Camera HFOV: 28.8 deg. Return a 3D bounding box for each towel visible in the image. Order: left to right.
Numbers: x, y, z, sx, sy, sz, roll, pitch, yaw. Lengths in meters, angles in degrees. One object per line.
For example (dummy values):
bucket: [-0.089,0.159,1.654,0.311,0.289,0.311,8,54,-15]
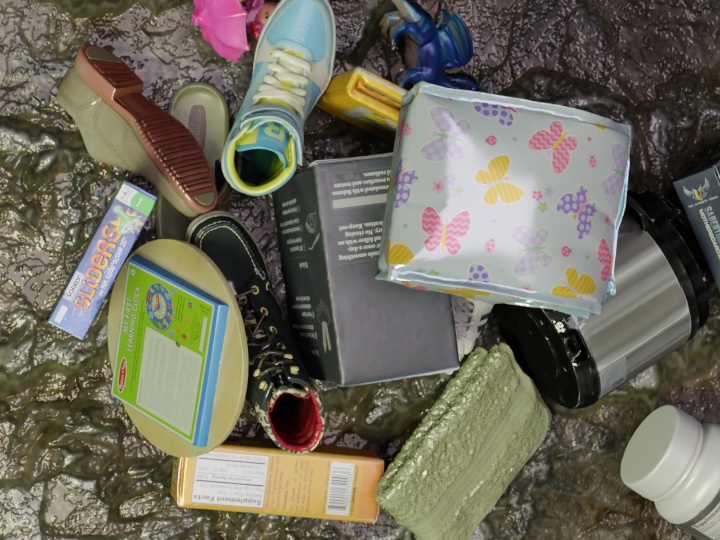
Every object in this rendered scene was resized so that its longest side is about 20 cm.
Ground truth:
towel: [0.107,0.181,1.383,0.200,0.036,0.149,-50,130,-12]

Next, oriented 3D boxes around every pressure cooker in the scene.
pressure cooker: [0.245,0.021,1.380,0.199,0.176,0.180,-31,93,-12]

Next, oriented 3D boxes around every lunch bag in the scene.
lunch bag: [0.123,-0.055,1.181,0.198,0.127,0.171,8,89,-4]

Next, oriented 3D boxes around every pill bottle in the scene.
pill bottle: [0.375,0.228,1.439,0.199,0.113,0.114,32,82,-10]

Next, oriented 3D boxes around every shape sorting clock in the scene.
shape sorting clock: [-0.169,0.071,1.284,0.039,0.199,0.202,-11,91,-49]

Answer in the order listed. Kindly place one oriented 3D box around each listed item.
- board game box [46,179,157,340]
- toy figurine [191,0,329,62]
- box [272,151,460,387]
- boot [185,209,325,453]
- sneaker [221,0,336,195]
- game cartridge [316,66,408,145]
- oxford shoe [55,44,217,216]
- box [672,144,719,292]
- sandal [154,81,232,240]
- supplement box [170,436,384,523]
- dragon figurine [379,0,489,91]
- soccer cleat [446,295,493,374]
board game box: [-0.235,-0.006,1.255,0.034,0.200,0.136,28,82,-11]
toy figurine: [-0.076,-0.280,1.358,0.200,0.150,0.184,36,95,-34]
box: [0.000,0.000,1.313,0.116,0.197,0.202,-7,90,-14]
boot: [-0.093,0.057,1.280,0.073,0.154,0.205,-22,120,-12]
sneaker: [-0.069,-0.156,1.267,0.079,0.131,0.202,17,100,-9]
game cartridge: [0.049,-0.135,1.326,0.175,0.200,0.033,25,87,-11]
oxford shoe: [-0.211,-0.118,1.318,0.074,0.071,0.200,-46,74,26]
box: [0.399,-0.052,1.427,0.200,0.051,0.159,-30,96,-55]
sandal: [-0.158,-0.082,1.348,0.079,0.057,0.203,-3,89,-13]
supplement box: [-0.081,0.200,1.355,0.198,0.067,0.069,9,89,-12]
dragon figurine: [0.075,-0.229,1.387,0.099,0.059,0.201,-15,115,-6]
soccer cleat: [0.093,0.040,1.336,0.068,0.200,0.086,19,71,6]
